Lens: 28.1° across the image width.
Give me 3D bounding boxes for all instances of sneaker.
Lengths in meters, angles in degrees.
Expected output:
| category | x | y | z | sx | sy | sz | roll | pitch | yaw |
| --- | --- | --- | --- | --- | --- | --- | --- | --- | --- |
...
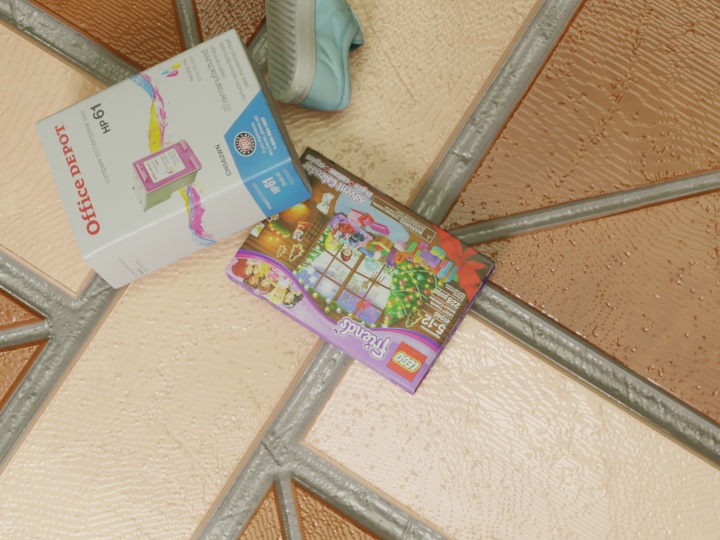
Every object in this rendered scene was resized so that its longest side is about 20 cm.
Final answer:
| category | x | y | z | sx | sy | sz | roll | pitch | yaw |
| --- | --- | --- | --- | --- | --- | --- | --- | --- | --- |
| sneaker | -0.038 | -0.233 | 1.317 | 0.082 | 0.074 | 0.200 | 16 | 67 | -32 |

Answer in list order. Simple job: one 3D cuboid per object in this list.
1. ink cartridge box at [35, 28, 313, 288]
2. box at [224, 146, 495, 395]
| category | x | y | z | sx | sy | sz | roll | pitch | yaw |
| --- | --- | --- | --- | --- | --- | --- | --- | --- | --- |
| ink cartridge box | -0.164 | -0.096 | 1.254 | 0.200 | 0.085 | 0.145 | -26 | 68 | 4 |
| box | 0.000 | 0.000 | 1.272 | 0.200 | 0.039 | 0.137 | 32 | 81 | 8 |
